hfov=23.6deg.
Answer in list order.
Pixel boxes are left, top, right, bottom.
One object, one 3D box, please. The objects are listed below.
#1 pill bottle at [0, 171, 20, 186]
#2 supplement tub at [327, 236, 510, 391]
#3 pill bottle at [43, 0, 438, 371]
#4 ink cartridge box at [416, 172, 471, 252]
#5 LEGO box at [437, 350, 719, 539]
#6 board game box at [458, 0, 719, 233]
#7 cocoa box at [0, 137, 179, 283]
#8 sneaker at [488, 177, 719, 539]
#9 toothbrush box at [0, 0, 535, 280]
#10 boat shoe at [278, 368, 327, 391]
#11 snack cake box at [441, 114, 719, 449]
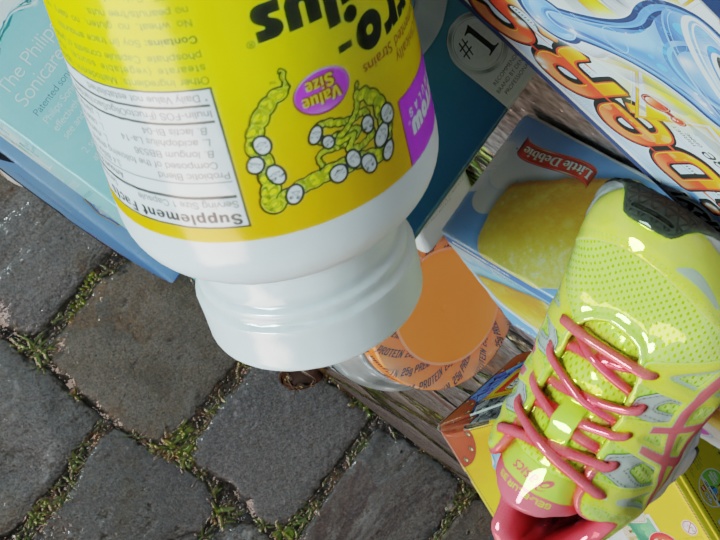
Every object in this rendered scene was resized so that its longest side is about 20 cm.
[{"bbox_3d":[-0.370,-0.171,1.735,0.200,0.116,0.116,32,172,36],"label":"pill bottle"},{"bbox_3d":[0.000,0.000,1.040,0.123,0.123,0.200,39,173,-29],"label":"supplement tub"},{"bbox_3d":[-0.035,-0.068,0.512,0.104,0.104,0.200,29,145,43],"label":"pill bottle"},{"bbox_3d":[-0.031,-0.099,0.873,0.163,0.057,0.200,33,165,22],"label":"ink cartridge box"},{"bbox_3d":[0.155,0.133,0.884,0.149,0.077,0.200,-20,104,53],"label":"LEGO box"},{"bbox_3d":[0.110,-0.051,0.502,0.200,0.034,0.135,39,173,-23],"label":"board game box"},{"bbox_3d":[-0.178,-0.108,1.128,0.200,0.133,0.131,40,172,-32],"label":"cocoa box"},{"bbox_3d":[0.088,0.050,0.625,0.078,0.090,0.200,36,151,25],"label":"sneaker"},{"bbox_3d":[-0.056,-0.084,0.634,0.200,0.146,0.085,36,173,-11],"label":"toothbrush box"},{"bbox_3d":[-0.110,0.191,3.163,0.070,0.070,0.200,37,172,-2],"label":"boat shoe"},{"bbox_3d":[0.143,0.024,0.726,0.200,0.067,0.115,32,171,30],"label":"snack cake box"}]
